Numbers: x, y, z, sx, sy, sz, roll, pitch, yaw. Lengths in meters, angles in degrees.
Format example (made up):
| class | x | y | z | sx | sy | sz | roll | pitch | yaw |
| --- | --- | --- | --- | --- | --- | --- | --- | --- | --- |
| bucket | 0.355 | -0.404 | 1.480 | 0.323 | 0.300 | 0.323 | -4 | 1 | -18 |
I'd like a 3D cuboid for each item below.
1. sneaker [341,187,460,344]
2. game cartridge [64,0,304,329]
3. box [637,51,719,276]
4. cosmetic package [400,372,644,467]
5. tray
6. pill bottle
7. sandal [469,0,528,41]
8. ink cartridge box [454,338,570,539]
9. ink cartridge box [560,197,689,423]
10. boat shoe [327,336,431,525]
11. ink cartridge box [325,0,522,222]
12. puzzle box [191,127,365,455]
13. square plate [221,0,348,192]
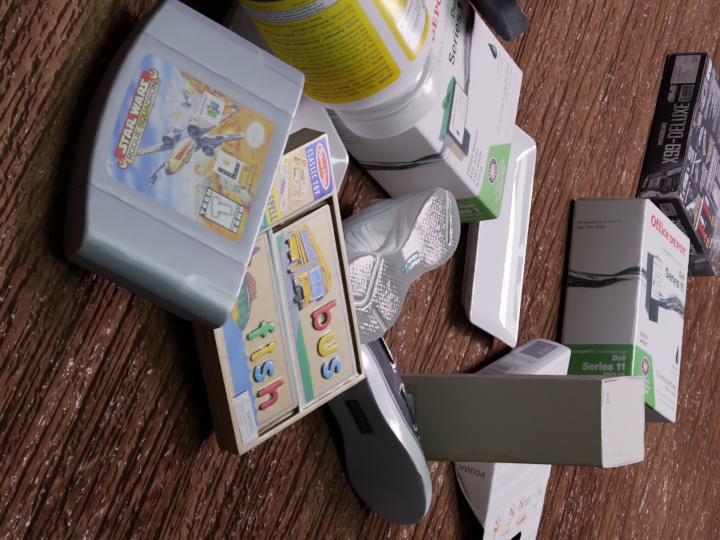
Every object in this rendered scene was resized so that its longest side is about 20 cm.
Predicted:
| class | x | y | z | sx | sy | sz | roll | pitch | yaw |
| --- | --- | --- | --- | --- | --- | --- | --- | --- | --- |
| sneaker | 0.000 | 0.000 | 1.691 | 0.200 | 0.080 | 0.071 | -42 | 125 | -47 |
| game cartridge | -0.119 | -0.077 | 1.440 | 0.133 | 0.041 | 0.201 | 30 | 61 | -27 |
| box | 0.372 | -0.118 | 2.441 | 0.158 | 0.050 | 0.201 | 54 | 44 | -49 |
| cosmetic package | 0.124 | 0.121 | 1.795 | 0.103 | 0.199 | 0.074 | 3 | 88 | -62 |
| tray | 0.123 | -0.038 | 1.988 | 0.107 | 0.022 | 0.201 | 30 | 63 | -58 |
| pill bottle | -0.017 | -0.188 | 1.566 | 0.200 | 0.112 | 0.113 | 54 | 43 | -46 |
| sandal | 0.077 | -0.273 | 1.775 | 0.200 | 0.043 | 0.076 | 53 | -3 | 9 |
| ink cartridge box | 0.130 | 0.176 | 1.998 | 0.162 | 0.050 | 0.201 | -25 | 129 | -61 |
| ink cartridge box | 0.267 | 0.041 | 2.198 | 0.146 | 0.083 | 0.201 | 32 | 61 | -59 |
| boat shoe | 0.014 | 0.111 | 1.736 | 0.201 | 0.070 | 0.066 | 64 | 38 | -28 |
| ink cartridge box | 0.051 | -0.146 | 1.783 | 0.200 | 0.084 | 0.147 | 43 | 51 | -55 |
| puzzle box | -0.062 | 0.015 | 1.543 | 0.133 | 0.025 | 0.201 | -31 | 123 | -36 |
| square plate | -0.080 | -0.075 | 1.590 | 0.199 | 0.028 | 0.201 | 62 | 38 | -43 |
